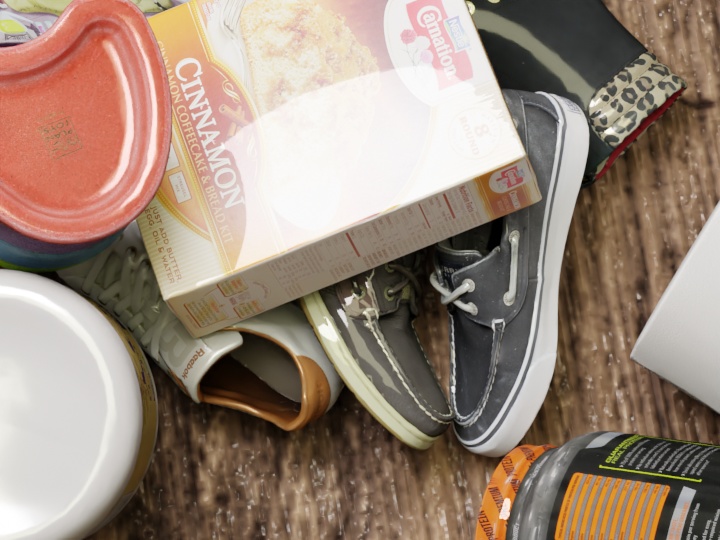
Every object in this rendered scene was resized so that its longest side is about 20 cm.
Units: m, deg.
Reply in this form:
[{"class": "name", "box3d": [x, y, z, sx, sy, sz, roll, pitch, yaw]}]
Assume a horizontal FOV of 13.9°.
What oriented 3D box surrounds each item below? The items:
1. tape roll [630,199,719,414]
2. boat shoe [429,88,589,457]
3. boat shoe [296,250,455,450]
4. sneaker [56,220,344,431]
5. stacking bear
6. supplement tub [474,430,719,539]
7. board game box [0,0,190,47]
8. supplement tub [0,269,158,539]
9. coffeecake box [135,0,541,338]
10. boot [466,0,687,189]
[{"class": "tape roll", "box3d": [0.252, -0.003, 1.570, 0.139, 0.203, 0.203, 32, 75, 6]}, {"class": "boat shoe", "box3d": [0.069, 0.000, 1.597, 0.068, 0.072, 0.200, 8, 98, -35]}, {"class": "boat shoe", "box3d": [0.000, 0.000, 1.596, 0.066, 0.072, 0.201, -34, 77, 15]}, {"class": "sneaker", "box3d": [-0.098, 0.017, 1.591, 0.200, 0.085, 0.073, 30, 115, 1]}, {"class": "stacking bear", "box3d": [-0.169, -0.052, 1.494, 0.121, 0.200, 0.114, -23, 88, -18]}, {"class": "supplement tub", "box3d": [0.168, 0.150, 1.531, 0.200, 0.123, 0.123, 7, 71, 31]}, {"class": "board game box", "box3d": [-0.156, -0.160, 1.615, 0.200, 0.032, 0.120, -6, 49, -42]}, {"class": "supplement tub", "box3d": [-0.178, 0.075, 1.514, 0.145, 0.200, 0.146, 0, 88, -1]}, {"class": "coffeecake box", "box3d": [-0.027, -0.077, 1.547, 0.200, 0.073, 0.154, -22, 70, 3]}, {"class": "boot", "box3d": [0.068, -0.098, 1.657, 0.204, 0.073, 0.154, -41, 83, -12]}]
